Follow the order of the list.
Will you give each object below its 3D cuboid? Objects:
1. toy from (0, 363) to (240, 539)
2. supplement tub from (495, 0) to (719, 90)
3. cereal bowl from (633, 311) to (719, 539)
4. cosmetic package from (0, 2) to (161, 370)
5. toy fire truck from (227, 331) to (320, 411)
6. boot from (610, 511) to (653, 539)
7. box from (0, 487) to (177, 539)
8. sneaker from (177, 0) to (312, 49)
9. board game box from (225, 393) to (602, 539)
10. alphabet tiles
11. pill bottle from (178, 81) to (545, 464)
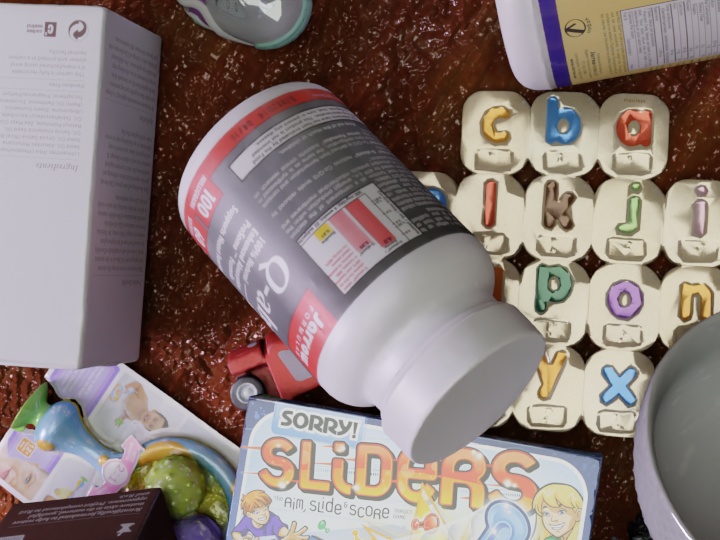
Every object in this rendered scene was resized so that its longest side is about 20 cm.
[{"bbox_3d":[-0.133,0.143,0.859,0.200,0.047,0.115,37,102,5],"label":"toy"},{"bbox_3d":[0.168,-0.180,0.720,0.199,0.145,0.146,-10,94,11],"label":"supplement tub"},{"bbox_3d":[0.236,0.117,0.725,0.199,0.200,0.083,18,141,8],"label":"cereal bowl"},{"bbox_3d":[-0.170,-0.046,0.810,0.071,0.101,0.201,4,90,10],"label":"cosmetic package"},{"bbox_3d":[0.018,0.116,0.824,0.141,0.049,0.201,-22,86,4],"label":"toy fire truck"},{"bbox_3d":[0.232,0.223,0.788,0.197,0.073,0.163,8,100,15],"label":"boot"},{"bbox_3d":[-0.148,0.236,0.832,0.100,0.075,0.201,-7,114,11],"label":"box"},{"bbox_3d":[-0.115,-0.203,0.771,0.200,0.140,0.078,45,101,4],"label":"sneaker"},{"bbox_3d":[0.026,0.152,0.776,0.199,0.034,0.136,8,89,8],"label":"board game box"},{"bbox_3d":[0.113,-0.005,0.804,0.199,0.015,0.197,2,87,10],"label":"alphabet tiles"},{"bbox_3d":[0.000,0.000,0.755,0.116,0.116,0.200,-49,64,12],"label":"pill bottle"}]
